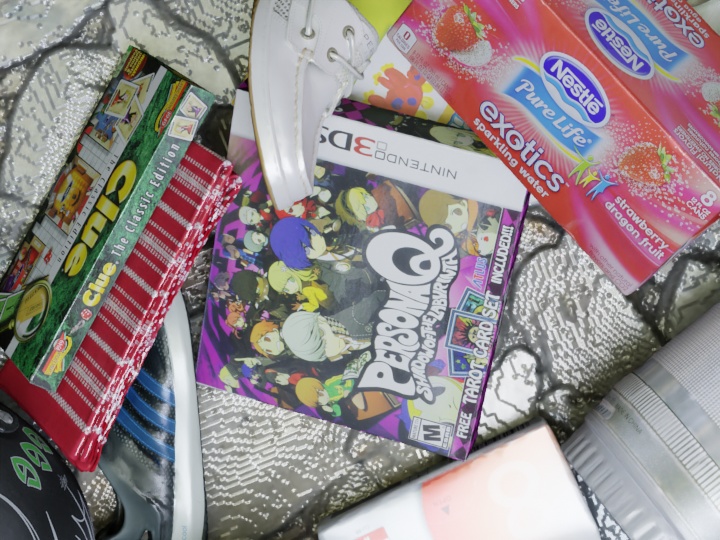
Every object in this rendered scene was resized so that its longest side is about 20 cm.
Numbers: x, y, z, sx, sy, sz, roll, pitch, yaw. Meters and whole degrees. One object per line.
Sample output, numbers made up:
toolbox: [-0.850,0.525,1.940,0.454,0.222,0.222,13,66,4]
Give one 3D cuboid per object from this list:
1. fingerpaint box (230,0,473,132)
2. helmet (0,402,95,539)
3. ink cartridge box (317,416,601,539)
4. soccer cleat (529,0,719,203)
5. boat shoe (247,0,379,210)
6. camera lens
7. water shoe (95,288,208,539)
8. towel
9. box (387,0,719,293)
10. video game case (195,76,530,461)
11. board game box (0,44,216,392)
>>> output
fingerpaint box: [0.042,-0.149,1.126,0.166,0.073,0.201,28,94,2]
helmet: [-0.253,0.176,1.089,0.199,0.200,0.192,-28,112,2]
ink cartridge box: [0.084,0.215,1.147,0.161,0.050,0.201,-25,88,3]
soccer cleat: [0.158,-0.112,1.117,0.199,0.069,0.078,-35,108,-12]
boat shoe: [-0.024,-0.129,1.029,0.069,0.071,0.202,-1,65,4]
camera lens: [0.238,0.099,1.082,0.200,0.160,0.160,-38,90,1]
water shoe: [-0.140,0.086,1.132,0.078,0.071,0.202,-6,91,-11]
towel: [-0.149,0.009,1.115,0.022,0.144,0.201,26,93,-35]
box: [0.126,-0.103,1.005,0.200,0.095,0.100,48,137,5]
video game case: [0.000,0.000,1.103,0.180,0.036,0.201,16,117,9]
board game box: [-0.162,-0.035,1.122,0.023,0.105,0.201,27,94,-37]
